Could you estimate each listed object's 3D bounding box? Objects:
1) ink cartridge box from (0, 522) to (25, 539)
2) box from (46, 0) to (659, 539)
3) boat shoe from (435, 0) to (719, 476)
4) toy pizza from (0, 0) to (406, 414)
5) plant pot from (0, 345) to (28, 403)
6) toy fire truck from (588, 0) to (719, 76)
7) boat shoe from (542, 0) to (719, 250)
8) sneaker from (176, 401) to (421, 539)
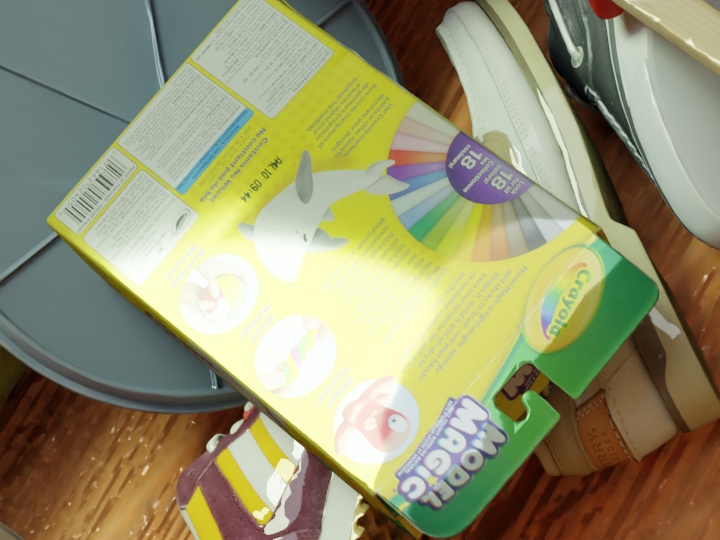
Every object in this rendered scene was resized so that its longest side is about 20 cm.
[{"bbox_3d":[-0.198,0.193,1.001,0.199,0.084,0.146,-19,54,21],"label":"ink cartridge box"},{"bbox_3d":[0.000,0.000,0.928,0.117,0.048,0.200,-48,56,-5],"label":"box"},{"bbox_3d":[0.059,-0.017,0.975,0.068,0.075,0.201,-28,52,7],"label":"boat shoe"},{"bbox_3d":[-0.074,-0.045,1.026,0.201,0.199,0.032,-67,14,-18],"label":"toy pizza"},{"bbox_3d":[-0.178,-0.021,1.074,0.200,0.188,0.187,-39,48,-12],"label":"plant pot"},{"bbox_3d":[0.161,-0.096,0.902,0.141,0.049,0.200,-32,56,-1],"label":"toy fire truck"},{"bbox_3d":[0.101,-0.087,1.002,0.068,0.071,0.201,-46,54,46],"label":"boat shoe"},{"bbox_3d":[-0.021,0.060,0.978,0.089,0.075,0.201,-1,61,25],"label":"sneaker"}]
